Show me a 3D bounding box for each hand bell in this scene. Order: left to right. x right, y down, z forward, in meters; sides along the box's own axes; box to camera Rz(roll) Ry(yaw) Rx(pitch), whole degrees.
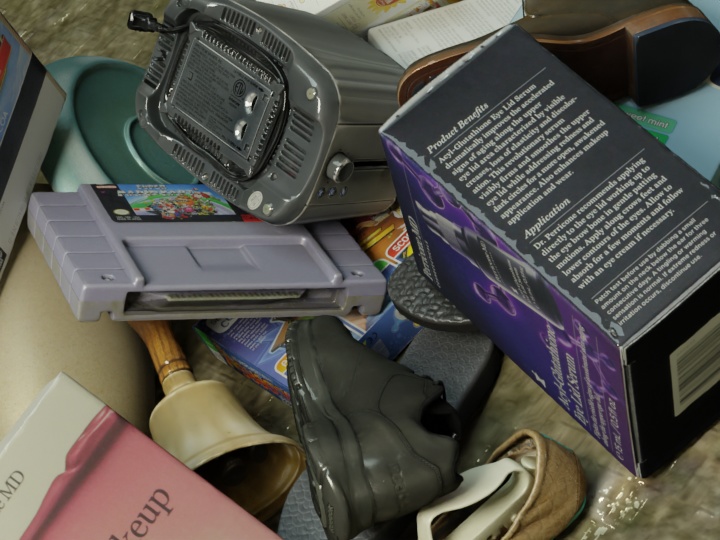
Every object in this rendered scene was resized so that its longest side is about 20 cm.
[{"bbox_3d":[-0.117,0.058,1.201,0.104,0.104,0.201,-31,59,4],"label":"hand bell"}]

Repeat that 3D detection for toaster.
[{"bbox_3d":[-0.051,-0.108,1.264,0.200,0.129,0.114,35,112,35],"label":"toaster"}]

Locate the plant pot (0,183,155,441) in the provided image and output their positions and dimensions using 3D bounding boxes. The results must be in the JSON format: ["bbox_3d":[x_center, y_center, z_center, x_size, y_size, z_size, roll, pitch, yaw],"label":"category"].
[{"bbox_3d":[-0.207,0.080,1.258,0.186,0.188,0.201,-30,50,5],"label":"plant pot"}]

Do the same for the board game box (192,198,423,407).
[{"bbox_3d":[0.000,0.000,1.284,0.200,0.035,0.135,-45,39,-14],"label":"board game box"}]

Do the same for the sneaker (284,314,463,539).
[{"bbox_3d":[0.008,0.083,1.096,0.090,0.076,0.200,-13,29,-4],"label":"sneaker"}]

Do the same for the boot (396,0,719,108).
[{"bbox_3d":[0.108,-0.137,1.180,0.198,0.075,0.097,-10,40,-12],"label":"boot"}]

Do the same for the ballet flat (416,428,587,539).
[{"bbox_3d":[0.042,0.160,1.054,0.200,0.072,0.068,-43,40,-10],"label":"ballet flat"}]

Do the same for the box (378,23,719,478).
[{"bbox_3d":[0.118,-0.011,1.070,0.104,0.148,0.200,-39,57,-13],"label":"box"}]

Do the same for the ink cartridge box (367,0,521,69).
[{"bbox_3d":[0.120,-0.145,1.342,0.198,0.050,0.162,-15,32,-10],"label":"ink cartridge box"}]

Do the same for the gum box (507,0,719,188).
[{"bbox_3d":[0.175,-0.128,1.229,0.169,0.045,0.201,18,56,22],"label":"gum box"}]

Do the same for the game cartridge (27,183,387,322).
[{"bbox_3d":[-0.097,-0.014,1.218,0.199,0.039,0.130,-1,33,-26],"label":"game cartridge"}]

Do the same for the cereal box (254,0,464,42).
[{"bbox_3d":[-0.025,-0.171,1.405,0.199,0.144,0.040,-28,73,8],"label":"cereal box"}]

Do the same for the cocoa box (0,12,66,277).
[{"bbox_3d":[-0.289,-0.062,1.188,0.132,0.131,0.201,8,67,22],"label":"cocoa box"}]

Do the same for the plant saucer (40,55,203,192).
[{"bbox_3d":[-0.141,-0.074,1.339,0.027,0.199,0.201,-41,32,28],"label":"plant saucer"}]

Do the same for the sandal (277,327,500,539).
[{"bbox_3d":[0.026,0.110,1.153,0.076,0.043,0.200,13,48,36],"label":"sandal"}]

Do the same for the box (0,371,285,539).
[{"bbox_3d":[-0.127,0.171,1.048,0.128,0.200,0.109,-55,7,-24],"label":"box"}]

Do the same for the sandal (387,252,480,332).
[{"bbox_3d":[0.116,0.005,1.184,0.198,0.045,0.075,-12,48,-1],"label":"sandal"}]
